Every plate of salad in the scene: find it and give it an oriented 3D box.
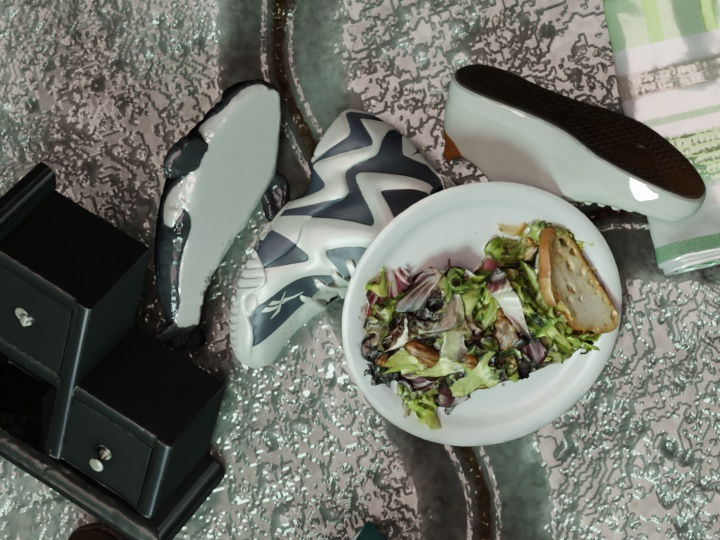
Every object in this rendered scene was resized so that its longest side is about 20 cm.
[{"bbox_3d":[0.086,0.036,1.488,0.198,0.048,0.202,-4,115,-8],"label":"plate of salad"}]

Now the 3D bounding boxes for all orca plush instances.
[{"bbox_3d":[-0.113,-0.045,1.580,0.104,0.071,0.202,0,103,-31],"label":"orca plush"}]

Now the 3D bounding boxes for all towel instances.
[{"bbox_3d":[0.257,-0.110,1.499,0.148,0.031,0.202,-13,87,12],"label":"towel"}]

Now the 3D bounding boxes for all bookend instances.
[{"bbox_3d":[-0.183,0.065,1.513,0.199,0.092,0.199,31,137,11],"label":"bookend"}]

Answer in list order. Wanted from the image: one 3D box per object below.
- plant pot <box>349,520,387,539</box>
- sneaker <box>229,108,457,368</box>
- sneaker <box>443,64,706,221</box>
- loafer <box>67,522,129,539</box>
[{"bbox_3d":[0.023,0.305,1.496,0.200,0.141,0.141,43,98,2],"label":"plant pot"},{"bbox_3d":[0.000,0.000,1.530,0.129,0.079,0.200,30,86,20],"label":"sneaker"},{"bbox_3d":[0.146,-0.070,1.504,0.199,0.073,0.085,28,125,23],"label":"sneaker"},{"bbox_3d":[-0.201,0.288,1.578,0.072,0.071,0.202,-6,88,13],"label":"loafer"}]
